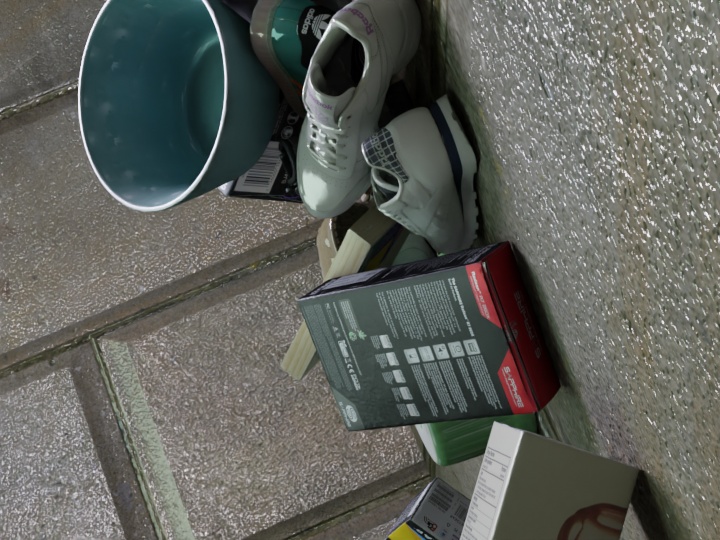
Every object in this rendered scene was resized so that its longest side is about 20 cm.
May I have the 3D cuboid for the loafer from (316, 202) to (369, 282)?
[{"bbox_3d":[0.003,0.029,1.323,0.067,0.075,0.203,179,80,-67],"label":"loafer"}]

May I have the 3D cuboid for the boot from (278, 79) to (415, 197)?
[{"bbox_3d":[-0.009,-0.105,1.149,0.200,0.130,0.070,62,-176,-74],"label":"boot"}]

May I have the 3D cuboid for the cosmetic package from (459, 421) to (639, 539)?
[{"bbox_3d":[0.110,0.213,0.858,0.103,0.086,0.203,154,133,-86],"label":"cosmetic package"}]

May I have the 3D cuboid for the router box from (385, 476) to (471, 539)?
[{"bbox_3d":[0.126,0.280,1.182,0.199,0.051,0.149,35,161,5],"label":"router box"}]

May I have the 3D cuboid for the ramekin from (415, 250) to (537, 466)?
[{"bbox_3d":[0.084,0.088,1.217,0.200,0.097,0.202,158,90,-86],"label":"ramekin"}]

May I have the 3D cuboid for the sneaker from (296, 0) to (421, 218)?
[{"bbox_3d":[-0.022,-0.123,0.977,0.074,0.099,0.202,31,126,18],"label":"sneaker"}]

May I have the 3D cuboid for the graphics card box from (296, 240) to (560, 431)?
[{"bbox_3d":[0.051,0.057,1.013,0.198,0.051,0.127,-13,104,41],"label":"graphics card box"}]

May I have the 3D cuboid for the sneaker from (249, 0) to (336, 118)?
[{"bbox_3d":[-0.022,-0.169,1.083,0.072,0.079,0.200,-70,-23,-7],"label":"sneaker"}]

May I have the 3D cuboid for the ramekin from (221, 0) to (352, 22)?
[{"bbox_3d":[-0.093,-0.280,1.056,0.202,0.200,0.095,98,-171,-82],"label":"ramekin"}]

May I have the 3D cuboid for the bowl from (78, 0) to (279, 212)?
[{"bbox_3d":[-0.146,-0.151,1.105,0.104,0.200,0.203,0,-120,-49],"label":"bowl"}]

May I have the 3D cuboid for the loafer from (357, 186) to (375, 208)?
[{"bbox_3d":[0.013,-0.088,1.339,0.200,0.071,0.064,-123,52,-84],"label":"loafer"}]

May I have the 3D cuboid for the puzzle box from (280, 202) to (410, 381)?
[{"bbox_3d":[0.000,0.000,1.151,0.025,0.133,0.201,37,135,8],"label":"puzzle box"}]

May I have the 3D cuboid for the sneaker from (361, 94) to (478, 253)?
[{"bbox_3d":[0.048,-0.067,1.022,0.201,0.080,0.077,72,173,-62],"label":"sneaker"}]

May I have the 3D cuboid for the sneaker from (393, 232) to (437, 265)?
[{"bbox_3d":[0.078,0.052,1.353,0.115,0.074,0.202,-131,22,-57],"label":"sneaker"}]

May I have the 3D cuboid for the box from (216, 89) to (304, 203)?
[{"bbox_3d":[-0.122,-0.169,1.229,0.200,0.105,0.123,42,117,36],"label":"box"}]
